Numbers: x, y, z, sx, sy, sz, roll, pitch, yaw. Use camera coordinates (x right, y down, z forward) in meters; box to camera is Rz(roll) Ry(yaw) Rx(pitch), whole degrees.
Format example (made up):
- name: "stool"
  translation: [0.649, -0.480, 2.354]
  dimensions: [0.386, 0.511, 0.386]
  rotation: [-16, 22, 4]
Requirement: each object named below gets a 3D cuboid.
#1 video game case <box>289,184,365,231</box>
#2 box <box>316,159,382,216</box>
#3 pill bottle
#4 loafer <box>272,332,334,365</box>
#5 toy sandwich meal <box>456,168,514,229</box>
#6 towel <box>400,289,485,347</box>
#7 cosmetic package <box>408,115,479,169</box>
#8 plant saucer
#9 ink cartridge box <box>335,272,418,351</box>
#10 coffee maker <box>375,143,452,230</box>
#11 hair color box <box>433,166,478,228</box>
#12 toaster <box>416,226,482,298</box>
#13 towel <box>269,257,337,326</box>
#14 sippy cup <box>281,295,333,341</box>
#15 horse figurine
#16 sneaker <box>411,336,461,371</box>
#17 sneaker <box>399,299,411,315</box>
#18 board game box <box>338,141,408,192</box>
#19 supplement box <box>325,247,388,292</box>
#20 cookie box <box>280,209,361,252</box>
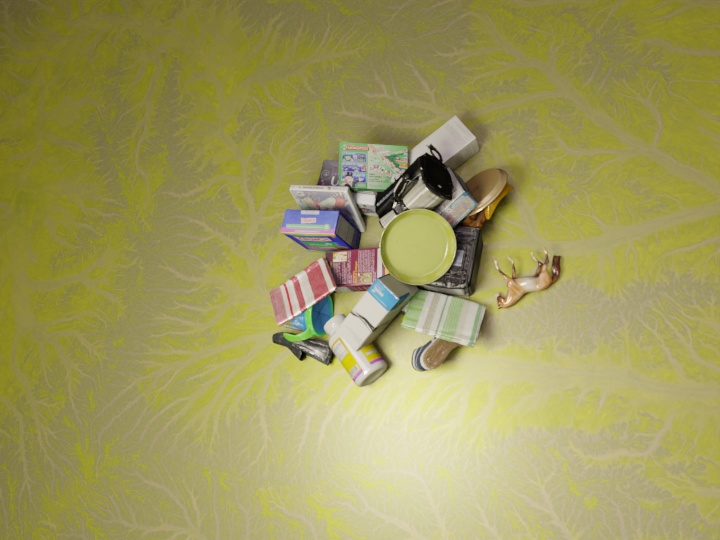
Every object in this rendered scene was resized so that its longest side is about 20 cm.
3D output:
- name: "video game case"
  translation: [-0.094, -0.182, 1.679]
  dimensions: [0.182, 0.200, 0.023]
  rotation: [5, 60, 20]
- name: "box"
  translation: [-0.021, -0.248, 1.716]
  dimensions: [0.200, 0.115, 0.132]
  rotation: [10, 79, 22]
- name: "pill bottle"
  translation: [-0.020, 0.220, 1.594]
  dimensions: [0.104, 0.104, 0.200]
  rotation: [-40, 66, 5]
- name: "loafer"
  translation: [-0.173, 0.229, 1.664]
  dimensions: [0.200, 0.068, 0.070]
  rotation: [12, 71, 18]
- name: "toy sandwich meal"
  translation: [0.337, -0.197, 1.580]
  dimensions: [0.205, 0.070, 0.205]
  rotation: [-37, 24, 20]
- name: "towel"
  translation: [0.222, 0.125, 1.508]
  dimensions: [0.200, 0.031, 0.149]
  rotation: [14, 45, 15]
- name: "cosmetic package"
  translation: [0.237, -0.345, 1.669]
  dimensions: [0.200, 0.085, 0.108]
  rotation: [-37, 66, 8]
- name: "plant saucer"
  translation: [0.148, -0.063, 1.480]
  dimensions: [0.200, 0.031, 0.200]
  rotation: [-1, 102, -3]
- name: "ink cartridge box"
  translation: [0.045, 0.106, 1.513]
  dimensions: [0.084, 0.145, 0.200]
  rotation: [44, 114, 13]
- name: "coffee maker"
  translation: [0.147, -0.209, 1.546]
  dimensions: [0.135, 0.192, 0.200]
  rotation: [42, 129, -10]
- name: "hair color box"
  translation: [0.249, -0.204, 1.568]
  dimensions: [0.100, 0.061, 0.200]
  rotation: [-44, 22, 19]
- name: "toaster"
  translation: [0.236, -0.023, 1.563]
  dimensions: [0.181, 0.119, 0.200]
  rotation: [8, 78, 22]
- name: "towel"
  translation: [-0.167, 0.058, 1.610]
  dimensions: [0.200, 0.023, 0.144]
  rotation: [-33, 42, 8]
- name: "sippy cup"
  translation: [-0.167, 0.122, 1.658]
  dimensions: [0.130, 0.178, 0.140]
  rotation: [1, 100, 25]
- name: "horse figurine"
  translation: [0.448, 0.017, 1.512]
  dimensions: [0.200, 0.050, 0.133]
  rotation: [-16, 83, 8]
- name: "sneaker"
  translation: [0.218, 0.202, 1.537]
  dimensions: [0.200, 0.108, 0.070]
  rotation: [-37, 87, -27]
- name: "sneaker"
  translation: [0.150, 0.095, 1.595]
  dimensions: [0.200, 0.070, 0.080]
  rotation: [31, 80, 17]
- name: "board game box"
  translation: [0.037, -0.295, 1.624]
  dimensions: [0.200, 0.029, 0.135]
  rotation: [2, 81, -7]
- name: "supplement box"
  translation: [0.000, 0.000, 1.657]
  dimensions: [0.200, 0.086, 0.111]
  rotation: [-4, 74, 18]
- name: "cookie box"
  translation: [-0.112, -0.112, 1.664]
  dimensions: [0.171, 0.200, 0.075]
  rotation: [4, 77, 20]
